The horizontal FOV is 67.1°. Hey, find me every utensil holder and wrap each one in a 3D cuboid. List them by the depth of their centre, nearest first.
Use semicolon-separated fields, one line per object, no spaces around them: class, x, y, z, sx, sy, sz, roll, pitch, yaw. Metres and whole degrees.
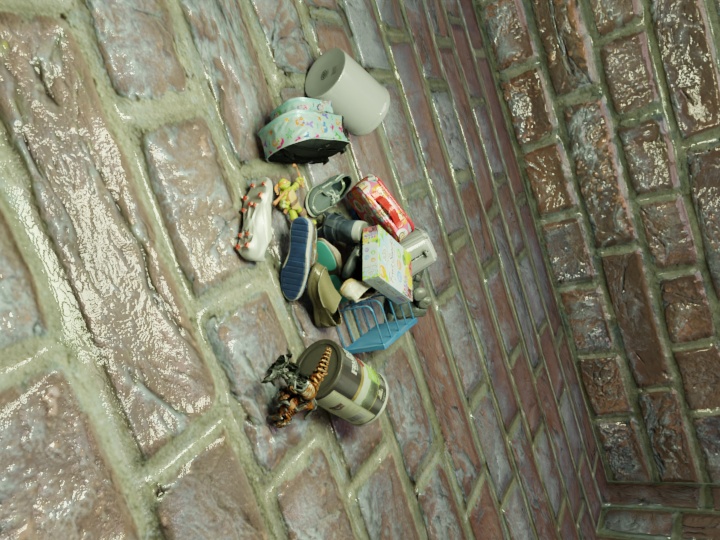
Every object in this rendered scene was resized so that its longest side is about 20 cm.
utensil holder;-0.039;-0.513;1.570;0.199;0.169;0.171;27;58;-45

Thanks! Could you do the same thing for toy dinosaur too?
toy dinosaur;-0.137;0.247;1.188;0.136;0.102;0.200;41;74;-5

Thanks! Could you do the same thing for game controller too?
game controller;0.000;0.000;1.446;0.105;0.042;0.200;-54;156;-3

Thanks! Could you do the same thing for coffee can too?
coffee can;-0.045;0.274;1.311;0.200;0.146;0.147;42;47;-41

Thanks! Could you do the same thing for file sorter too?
file sorter;0.040;0.130;1.488;0.200;0.138;0.124;-30;102;-55

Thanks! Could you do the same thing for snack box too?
snack box;0.073;-0.010;1.409;0.200;0.053;0.143;36;47;-53

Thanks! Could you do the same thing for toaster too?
toaster;0.142;-0.056;1.624;0.114;0.129;0.200;64;-5;-17

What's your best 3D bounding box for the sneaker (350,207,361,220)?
sneaker;0.057;-0.144;1.658;0.200;0.077;0.071;33;53;-45

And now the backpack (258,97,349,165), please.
backpack;-0.148;-0.338;1.344;0.199;0.177;0.152;-21;93;-46

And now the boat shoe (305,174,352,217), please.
boat shoe;-0.084;-0.212;1.491;0.073;0.061;0.200;63;36;-19

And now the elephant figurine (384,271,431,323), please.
elephant figurine;0.143;0.050;1.687;0.201;0.154;0.142;-100;-167;-52

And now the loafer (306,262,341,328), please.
loafer;-0.083;0.063;1.336;0.201;0.067;0.076;82;21;-43

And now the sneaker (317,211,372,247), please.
sneaker;-0.035;-0.099;1.473;0.202;0.145;0.077;41;63;-66

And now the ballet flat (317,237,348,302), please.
ballet flat;-0.071;-0.009;1.447;0.067;0.068;0.201;-57;135;-52

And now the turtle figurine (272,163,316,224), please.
turtle figurine;-0.172;-0.160;1.343;0.201;0.064;0.162;-77;151;-55

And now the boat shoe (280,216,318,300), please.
boat shoe;-0.137;-0.026;1.312;0.072;0.072;0.202;2;102;-65

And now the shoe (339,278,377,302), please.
shoe;0.013;0.053;1.417;0.070;0.053;0.200;-61;158;17

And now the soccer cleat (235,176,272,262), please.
soccer cleat;-0.233;-0.116;1.247;0.077;0.069;0.202;33;60;-52

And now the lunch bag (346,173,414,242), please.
lunch bag;0.055;-0.164;1.488;0.082;0.176;0.200;-40;99;-12
